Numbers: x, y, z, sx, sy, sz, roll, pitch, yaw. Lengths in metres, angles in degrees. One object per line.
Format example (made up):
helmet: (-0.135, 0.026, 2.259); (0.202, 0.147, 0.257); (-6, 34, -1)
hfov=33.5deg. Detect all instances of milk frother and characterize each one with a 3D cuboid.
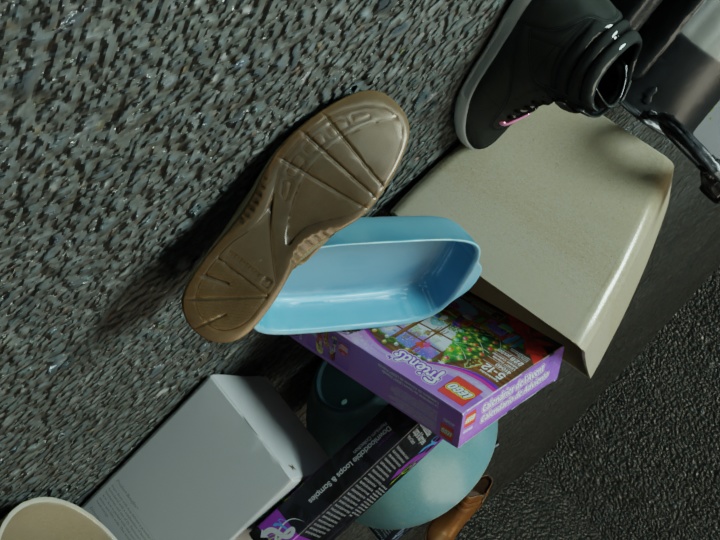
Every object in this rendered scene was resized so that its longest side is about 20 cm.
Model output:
milk frother: (0.306, -0.182, 0.984); (0.180, 0.200, 0.189); (-14, 148, -54)

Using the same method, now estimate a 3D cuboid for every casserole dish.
casserole dish: (0.000, 0.000, 0.934); (0.198, 0.039, 0.121); (-4, 146, -26)

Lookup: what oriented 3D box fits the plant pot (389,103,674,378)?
plant pot: (0.170, -0.045, 1.063); (0.178, 0.199, 0.200); (-54, 163, -2)

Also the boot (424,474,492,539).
boot: (0.236, 0.580, 2.890); (0.200, 0.074, 0.155); (-45, 169, -34)

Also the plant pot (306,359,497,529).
plant pot: (0.023, 0.140, 1.213); (0.200, 0.200, 0.135); (-40, 133, -4)

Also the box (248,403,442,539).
box: (-0.001, 0.182, 1.063); (0.200, 0.036, 0.143); (-41, 162, -4)

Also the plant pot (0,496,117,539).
plant pot: (-0.294, 0.310, 0.948); (0.199, 0.188, 0.187); (-31, 166, 16)

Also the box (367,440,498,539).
box: (0.094, 0.313, 1.871); (0.148, 0.107, 0.200); (-20, 153, -52)

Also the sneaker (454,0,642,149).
sneaker: (0.140, -0.135, 0.906); (0.070, 0.099, 0.200); (-32, 161, -34)

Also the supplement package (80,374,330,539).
supplement package: (-0.140, 0.204, 1.075); (0.200, 0.121, 0.120); (-44, 162, 11)

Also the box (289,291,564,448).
box: (0.053, 0.058, 1.017); (0.136, 0.199, 0.039); (-27, 135, -39)

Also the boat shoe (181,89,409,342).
boat shoe: (-0.048, -0.040, 0.807); (0.200, 0.072, 0.072); (-52, -166, -3)

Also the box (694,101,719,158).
box: (0.364, -0.175, 1.124); (0.036, 0.200, 0.145); (-22, 154, -54)
